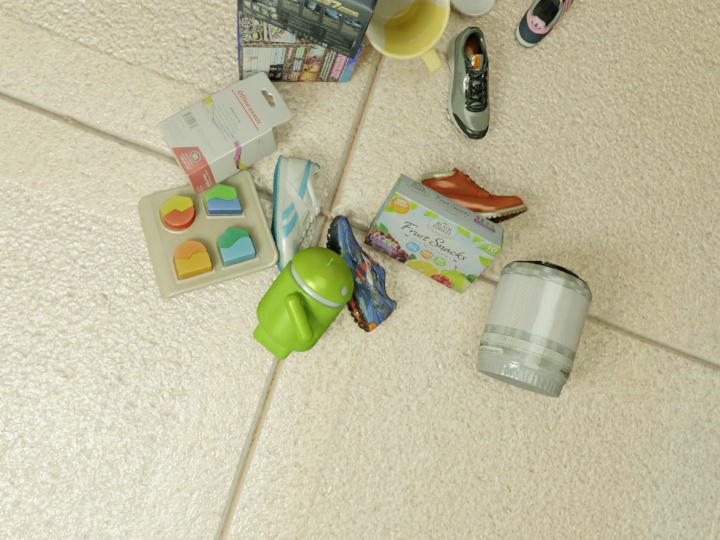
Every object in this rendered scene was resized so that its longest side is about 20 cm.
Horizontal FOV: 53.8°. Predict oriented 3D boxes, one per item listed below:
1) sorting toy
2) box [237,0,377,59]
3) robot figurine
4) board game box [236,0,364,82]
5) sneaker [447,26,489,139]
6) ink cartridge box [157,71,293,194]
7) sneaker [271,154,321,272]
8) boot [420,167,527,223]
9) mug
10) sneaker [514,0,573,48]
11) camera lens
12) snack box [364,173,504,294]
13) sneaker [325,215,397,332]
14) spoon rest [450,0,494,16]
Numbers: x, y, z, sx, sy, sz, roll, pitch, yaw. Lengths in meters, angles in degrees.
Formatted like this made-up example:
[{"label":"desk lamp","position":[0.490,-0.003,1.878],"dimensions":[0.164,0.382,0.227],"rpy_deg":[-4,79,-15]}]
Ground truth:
[{"label":"sorting toy","position":[-0.251,-0.066,1.154],"dimensions":[0.197,0.037,0.188],"rpy_deg":[-18,69,-10]},{"label":"box","position":[-0.078,-0.394,1.021],"dimensions":[0.197,0.158,0.052],"rpy_deg":[20,80,-7]},{"label":"robot figurine","position":[-0.089,0.047,1.138],"dimensions":[0.115,0.175,0.201],"rpy_deg":[39,110,2]},{"label":"board game box","position":[-0.105,-0.387,1.177],"dimensions":[0.196,0.159,0.099],"rpy_deg":[-3,85,-11]},{"label":"sneaker","position":[0.197,-0.336,1.269],"dimensions":[0.072,0.079,0.204],"rpy_deg":[-5,87,-12]},{"label":"ink cartridge box","position":[-0.216,-0.230,1.172],"dimensions":[0.198,0.068,0.117],"rpy_deg":[-30,70,-11]},{"label":"sneaker","position":[-0.108,-0.091,1.191],"dimensions":[0.079,0.076,0.204],"rpy_deg":[4,86,-15]},{"label":"boot","position":[0.199,-0.132,1.254],"dimensions":[0.196,0.075,0.109],"rpy_deg":[-3,80,-9]},{"label":"mug","position":[0.065,-0.441,1.219],"dimensions":[0.146,0.154,0.190],"rpy_deg":[-5,121,-5]},{"label":"sneaker","position":[0.364,-0.506,1.313],"dimensions":[0.070,0.082,0.202],"rpy_deg":[32,80,-5]},{"label":"camera lens","position":[0.293,0.094,1.201],"dimensions":[0.157,0.160,0.203],"rpy_deg":[21,81,-7]},{"label":"snack box","position":[0.122,-0.058,1.193],"dimensions":[0.197,0.143,0.053],"rpy_deg":[26,48,-6]},{"label":"sneaker","position":[0.000,0.000,1.211],"dimensions":[0.077,0.075,0.203],"rpy_deg":[-23,95,-23]},{"label":"spoon rest","position":[0.155,-0.524,1.289],"dimensions":[0.196,0.061,0.101],"rpy_deg":[10,83,-8]}]
